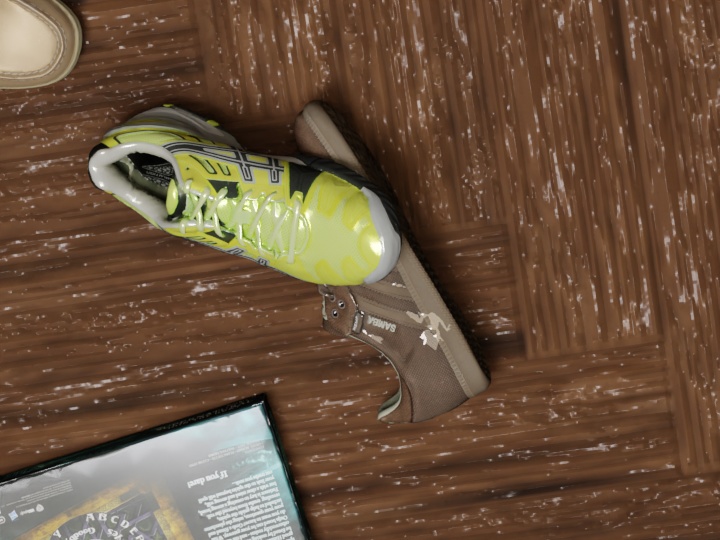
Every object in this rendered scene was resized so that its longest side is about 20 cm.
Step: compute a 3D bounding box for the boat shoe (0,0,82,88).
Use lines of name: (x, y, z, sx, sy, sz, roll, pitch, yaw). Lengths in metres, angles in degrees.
boat shoe: (-0.262, -0.150, 1.542, 0.199, 0.065, 0.072, 14, 100, 0)

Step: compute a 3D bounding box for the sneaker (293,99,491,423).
sneaker: (0.000, 0.000, 1.554, 0.075, 0.070, 0.201, -29, 96, 8)

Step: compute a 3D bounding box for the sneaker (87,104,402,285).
sneaker: (-0.069, -0.033, 1.512, 0.199, 0.076, 0.076, 19, 115, 27)

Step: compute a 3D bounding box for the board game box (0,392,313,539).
board game box: (-0.131, 0.169, 1.608, 0.199, 0.028, 0.136, -17, 99, 4)
